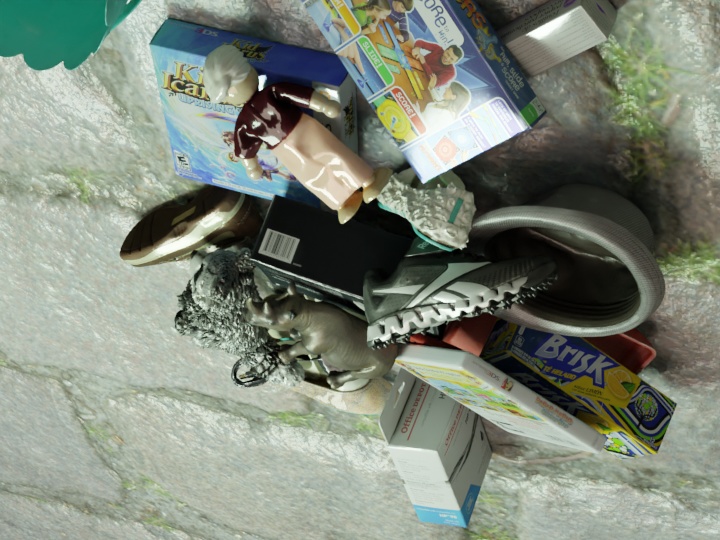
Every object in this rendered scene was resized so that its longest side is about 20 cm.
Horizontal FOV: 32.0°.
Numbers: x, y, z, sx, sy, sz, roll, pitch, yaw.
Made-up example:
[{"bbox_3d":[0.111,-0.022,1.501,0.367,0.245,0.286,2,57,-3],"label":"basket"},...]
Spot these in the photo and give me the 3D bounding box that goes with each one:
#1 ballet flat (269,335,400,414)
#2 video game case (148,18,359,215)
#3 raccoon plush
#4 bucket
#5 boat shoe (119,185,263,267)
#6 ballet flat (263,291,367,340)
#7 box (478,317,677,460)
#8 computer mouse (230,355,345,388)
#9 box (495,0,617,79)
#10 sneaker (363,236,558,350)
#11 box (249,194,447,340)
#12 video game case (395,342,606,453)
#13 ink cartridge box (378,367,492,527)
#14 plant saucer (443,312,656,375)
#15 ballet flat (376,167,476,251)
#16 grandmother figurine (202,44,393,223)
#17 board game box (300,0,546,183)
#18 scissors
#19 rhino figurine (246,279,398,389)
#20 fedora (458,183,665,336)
[{"bbox_3d":[-0.047,0.124,1.534,0.200,0.068,0.067,12,134,15],"label":"ballet flat"},{"bbox_3d":[-0.102,-0.149,1.252,0.200,0.045,0.181,15,141,14],"label":"video game case"},{"bbox_3d":[-0.114,0.045,1.394,0.200,0.097,0.134,29,154,-20],"label":"raccoon plush"},{"bbox_3d":[-0.278,-0.294,1.101,0.207,0.135,0.207,16,143,13],"label":"bucket"},{"bbox_3d":[-0.190,-0.034,1.419,0.202,0.075,0.075,-18,132,42],"label":"boat shoe"},{"bbox_3d":[-0.046,0.045,1.430,0.200,0.070,0.069,-7,133,47],"label":"ballet flat"},{"bbox_3d":[0.224,0.117,1.300,0.200,0.064,0.070,34,155,-12],"label":"box"},{"bbox_3d":[-0.058,0.104,1.491,0.200,0.034,0.059,-10,103,10],"label":"computer mouse"},{"bbox_3d":[0.128,-0.185,1.081,0.041,0.039,0.200,43,140,-22],"label":"box"},{"bbox_3d":[0.083,0.005,1.166,0.200,0.066,0.091,-20,82,25],"label":"sneaker"},{"bbox_3d":[0.000,0.000,1.302,0.200,0.079,0.141,19,169,8],"label":"box"},{"bbox_3d":[0.137,0.130,1.319,0.182,0.023,0.200,32,169,-18],"label":"video game case"},{"bbox_3d":[0.093,0.203,1.504,0.067,0.116,0.200,4,139,26],"label":"ink cartridge box"},{"bbox_3d":[0.194,0.080,1.366,0.199,0.037,0.200,26,144,-1],"label":"plant saucer"},{"bbox_3d":[0.068,-0.069,1.194,0.072,0.072,0.200,41,-178,-20],"label":"ballet flat"},{"bbox_3d":[-0.070,-0.131,1.176,0.121,0.061,0.200,-41,107,20],"label":"grandmother figurine"},{"bbox_3d":[0.052,-0.186,1.079,0.135,0.034,0.200,-24,104,45],"label":"board game box"},{"bbox_3d":[0.033,0.059,1.292,0.073,0.014,0.200,15,172,44],"label":"scissors"},{"bbox_3d":[-0.042,0.064,1.304,0.087,0.060,0.200,-24,140,37],"label":"rhino figurine"},{"bbox_3d":[0.198,-0.021,1.195,0.200,0.090,0.177,1,136,34],"label":"fedora"}]
